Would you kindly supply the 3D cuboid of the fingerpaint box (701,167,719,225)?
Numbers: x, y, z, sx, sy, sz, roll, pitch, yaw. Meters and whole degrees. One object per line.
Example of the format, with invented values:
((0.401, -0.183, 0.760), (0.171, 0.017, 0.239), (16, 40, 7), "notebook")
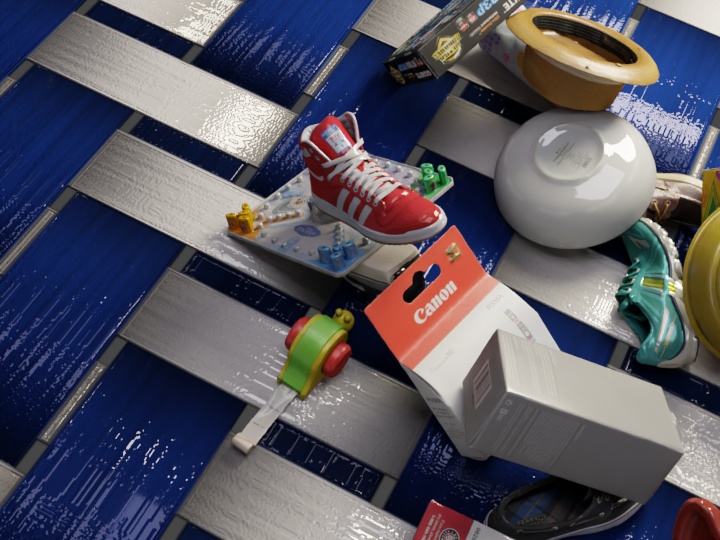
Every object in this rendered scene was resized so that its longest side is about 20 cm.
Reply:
((0.512, -0.038, 1.320), (0.200, 0.073, 0.167), (-1, 93, -8), "fingerpaint box")

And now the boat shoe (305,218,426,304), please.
((0.000, 0.000, 1.276), (0.075, 0.093, 0.200), (-36, 39, -23), "boat shoe")

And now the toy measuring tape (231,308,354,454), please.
((-0.068, 0.107, 1.185), (0.074, 0.074, 0.200), (33, 57, 14), "toy measuring tape")

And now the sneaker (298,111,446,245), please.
((0.005, -0.102, 1.186), (0.071, 0.113, 0.200), (-37, 39, -28), "sneaker")

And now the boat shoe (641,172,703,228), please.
((0.361, -0.083, 1.381), (0.200, 0.072, 0.072), (22, 58, 13), "boat shoe")

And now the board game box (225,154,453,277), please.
((-0.027, -0.082, 1.295), (0.200, 0.026, 0.200), (21, 50, 41), "board game box")

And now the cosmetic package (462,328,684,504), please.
((0.210, 0.146, 1.110), (0.200, 0.090, 0.107), (23, 30, -12), "cosmetic package")

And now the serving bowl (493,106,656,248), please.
((0.258, -0.127, 1.357), (0.200, 0.066, 0.200), (-7, 59, 12), "serving bowl")

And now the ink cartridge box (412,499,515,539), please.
((0.124, 0.332, 1.047), (0.200, 0.083, 0.147), (24, 55, 9), "ink cartridge box")

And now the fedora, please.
((0.266, -0.254, 1.376), (0.200, 0.082, 0.201), (13, 32, -8), "fedora")

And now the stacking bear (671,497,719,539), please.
((0.423, 0.273, 1.118), (0.200, 0.114, 0.121), (-13, 44, -29), "stacking bear")

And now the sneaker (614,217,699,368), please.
((0.338, 0.022, 1.303), (0.080, 0.078, 0.200), (-6, 56, -2), "sneaker")

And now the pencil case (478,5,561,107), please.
((0.255, -0.284, 1.496), (0.200, 0.083, 0.091), (41, 42, 19), "pencil case")

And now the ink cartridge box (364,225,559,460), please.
((0.118, 0.075, 1.185), (0.163, 0.057, 0.200), (-43, 111, -30), "ink cartridge box")

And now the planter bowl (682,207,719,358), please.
((0.465, 0.014, 1.225), (0.200, 0.083, 0.201), (0, 91, -15), "planter bowl")

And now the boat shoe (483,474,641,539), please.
((0.220, 0.232, 1.141), (0.200, 0.066, 0.070), (-13, 58, -16), "boat shoe")

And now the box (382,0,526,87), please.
((0.133, -0.320, 1.424), (0.200, 0.159, 0.046), (-42, 104, -8), "box")
